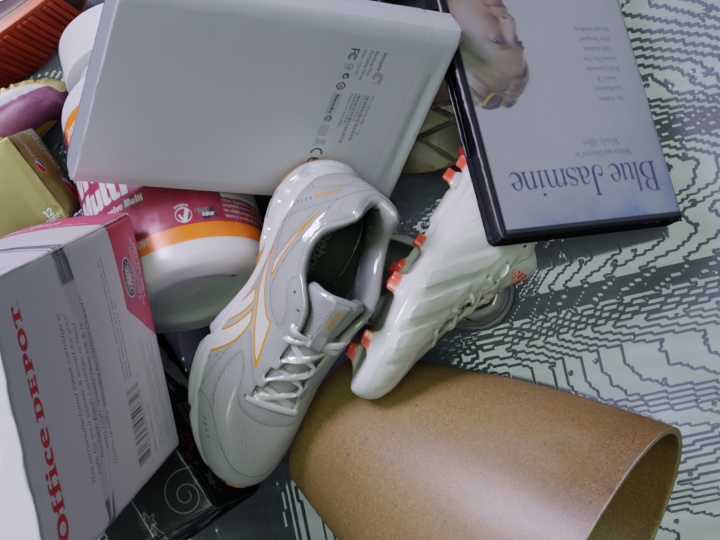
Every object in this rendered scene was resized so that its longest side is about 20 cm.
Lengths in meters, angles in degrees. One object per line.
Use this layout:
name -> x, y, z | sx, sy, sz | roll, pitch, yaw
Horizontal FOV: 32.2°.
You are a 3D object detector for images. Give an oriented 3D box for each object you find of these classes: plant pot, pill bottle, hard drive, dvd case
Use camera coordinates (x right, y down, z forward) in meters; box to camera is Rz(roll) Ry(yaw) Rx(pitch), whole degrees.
plant pot -> 0.061, 0.134, 0.752 | 0.199, 0.186, 0.187 | 27, 90, 25
pill bottle -> -0.131, -0.070, 0.808 | 0.109, 0.110, 0.201 | -22, 68, 7
hard drive -> -0.055, -0.100, 0.712 | 0.199, 0.132, 0.027 | 2, 43, -27
dvd case -> 0.114, -0.117, 0.764 | 0.142, 0.018, 0.201 | -7, 77, -30

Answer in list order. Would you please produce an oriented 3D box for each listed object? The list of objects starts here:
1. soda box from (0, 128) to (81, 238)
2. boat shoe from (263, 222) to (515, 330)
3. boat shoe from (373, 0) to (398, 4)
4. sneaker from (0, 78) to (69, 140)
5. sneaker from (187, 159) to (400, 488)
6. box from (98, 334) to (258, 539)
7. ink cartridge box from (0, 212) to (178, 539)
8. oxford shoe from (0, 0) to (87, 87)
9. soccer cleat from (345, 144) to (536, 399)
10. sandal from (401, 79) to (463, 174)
soda box -> -0.277, -0.007, 0.804 | 0.200, 0.068, 0.064 | -36, 100, 5
boat shoe -> 0.000, 0.000, 0.815 | 0.199, 0.069, 0.071 | 5, 89, 11
boat shoe -> 0.013, -0.225, 0.831 | 0.067, 0.072, 0.201 | -6, 82, 8
sneaker -> -0.266, -0.050, 0.868 | 0.200, 0.075, 0.090 | -36, 89, 11
sneaker -> -0.038, 0.035, 0.714 | 0.075, 0.092, 0.201 | 17, 94, -26
box -> -0.181, 0.101, 0.815 | 0.132, 0.115, 0.200 | -35, 80, 7
ink cartridge box -> -0.171, 0.060, 0.642 | 0.082, 0.200, 0.147 | -8, 100, 10
oxford shoe -> -0.284, -0.159, 0.876 | 0.200, 0.071, 0.073 | -33, 76, 6
soccer cleat -> 0.062, -0.001, 0.745 | 0.077, 0.069, 0.200 | 34, 69, -5
sandal -> 0.081, -0.122, 0.825 | 0.199, 0.054, 0.081 | -29, 87, -9
